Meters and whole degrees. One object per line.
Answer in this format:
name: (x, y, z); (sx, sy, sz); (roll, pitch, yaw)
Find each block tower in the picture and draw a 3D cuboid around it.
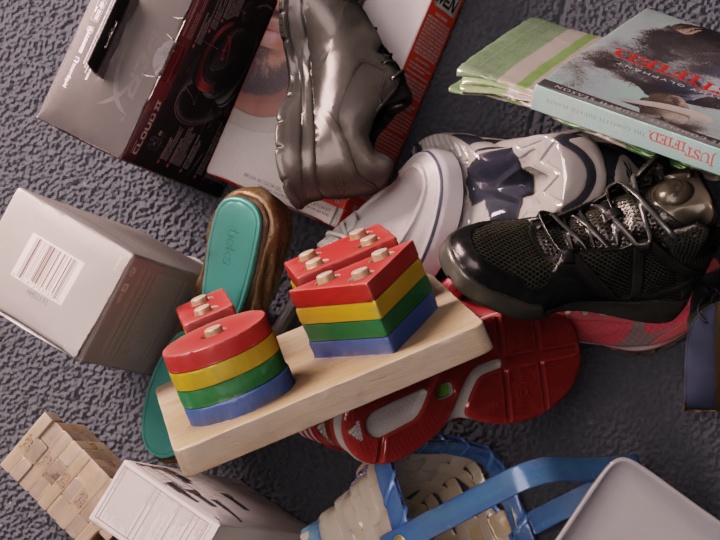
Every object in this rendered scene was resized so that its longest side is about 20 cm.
block tower: (-0.163, 0.187, 1.769); (0.200, 0.058, 0.054); (43, 97, 17)

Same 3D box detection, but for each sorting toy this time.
sorting toy: (-0.037, 0.039, 1.563); (0.199, 0.199, 0.070); (-22, 101, -4)

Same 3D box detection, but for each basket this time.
basket: (0.072, 0.169, 1.627); (0.199, 0.176, 0.140); (-25, 73, 25)

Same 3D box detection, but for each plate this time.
plate: (0.177, 0.240, 1.609); (0.200, 0.032, 0.200); (33, 97, -22)

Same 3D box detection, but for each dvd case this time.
dvd case: (0.213, -0.116, 1.610); (0.145, 0.200, 0.022); (22, 119, 20)

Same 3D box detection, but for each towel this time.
towel: (0.176, -0.115, 1.650); (0.199, 0.152, 0.023); (19, 117, 20)

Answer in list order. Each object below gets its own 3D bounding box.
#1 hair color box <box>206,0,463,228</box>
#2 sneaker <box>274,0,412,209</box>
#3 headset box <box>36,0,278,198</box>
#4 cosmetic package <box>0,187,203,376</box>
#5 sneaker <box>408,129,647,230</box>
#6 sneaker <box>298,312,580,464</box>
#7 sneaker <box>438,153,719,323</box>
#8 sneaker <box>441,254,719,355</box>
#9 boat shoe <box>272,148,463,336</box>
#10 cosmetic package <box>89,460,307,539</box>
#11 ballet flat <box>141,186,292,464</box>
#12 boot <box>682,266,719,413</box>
hair color box: (-0.015, -0.137, 1.755); (0.111, 0.064, 0.201); (23, 89, 21)
sneaker: (-0.010, -0.140, 1.685); (0.090, 0.076, 0.201); (-2, 79, 9)
headset box: (-0.132, -0.144, 1.723); (0.075, 0.200, 0.149); (25, 92, 20)
cosmetic package: (-0.170, 0.015, 1.717); (0.107, 0.200, 0.090); (29, 90, 24)
sneaker: (0.127, -0.057, 1.694); (0.199, 0.129, 0.080); (-13, 77, 56)
sneaker: (0.039, 0.065, 1.626); (0.115, 0.199, 0.079); (9, 108, 53)
sneaker: (0.146, -0.025, 1.549); (0.114, 0.199, 0.076); (-57, 42, 37)
sneaker: (0.144, 0.020, 1.668); (0.199, 0.087, 0.074); (-6, 81, 17)
boat shoe: (0.000, 0.000, 1.694); (0.200, 0.065, 0.074); (-61, 41, 23)
cosmetic package: (-0.098, 0.172, 1.671); (0.082, 0.200, 0.051); (34, 94, 19)
ballet flat: (-0.089, 0.038, 1.697); (0.068, 0.072, 0.201); (23, 103, 27)
boot: (0.247, 0.016, 1.594); (0.096, 0.075, 0.201); (-3, 119, 12)
